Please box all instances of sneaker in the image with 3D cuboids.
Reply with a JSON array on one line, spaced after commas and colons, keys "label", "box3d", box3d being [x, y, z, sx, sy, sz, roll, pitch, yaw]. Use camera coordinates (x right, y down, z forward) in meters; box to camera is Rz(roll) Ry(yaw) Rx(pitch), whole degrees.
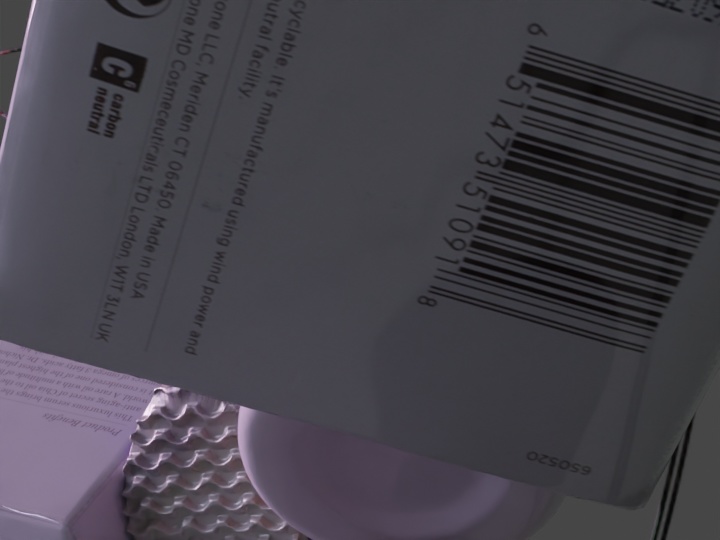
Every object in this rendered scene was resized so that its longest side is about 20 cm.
[{"label": "sneaker", "box3d": [-0.023, 0.101, 0.853, 0.100, 0.069, 0.201, -61, -41, -49]}]

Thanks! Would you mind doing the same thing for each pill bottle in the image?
[{"label": "pill bottle", "box3d": [0.026, -0.006, 0.795, 0.201, 0.111, 0.112, -79, 7, -46]}]

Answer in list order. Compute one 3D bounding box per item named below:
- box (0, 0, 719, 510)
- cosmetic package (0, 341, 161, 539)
[{"label": "box", "box3d": [0.017, -0.069, 0.598, 0.131, 0.199, 0.200, -81, 9, -50]}, {"label": "cosmetic package", "box3d": [-0.091, 0.052, 0.891, 0.200, 0.101, 0.072, -50, -41, -43]}]
